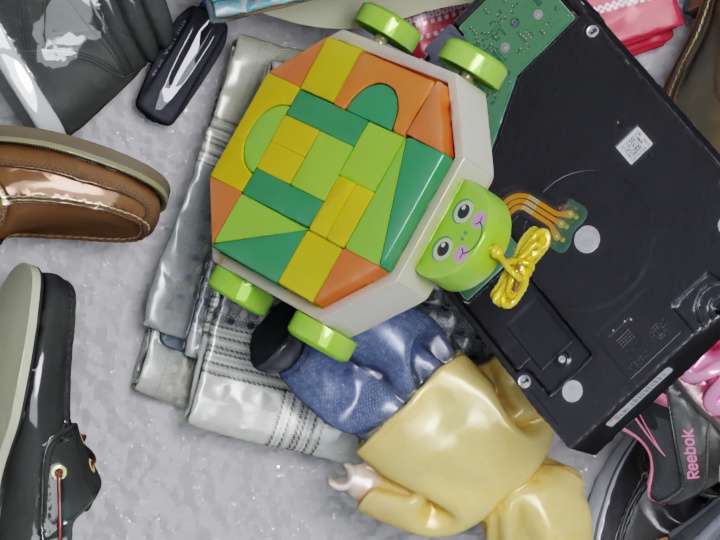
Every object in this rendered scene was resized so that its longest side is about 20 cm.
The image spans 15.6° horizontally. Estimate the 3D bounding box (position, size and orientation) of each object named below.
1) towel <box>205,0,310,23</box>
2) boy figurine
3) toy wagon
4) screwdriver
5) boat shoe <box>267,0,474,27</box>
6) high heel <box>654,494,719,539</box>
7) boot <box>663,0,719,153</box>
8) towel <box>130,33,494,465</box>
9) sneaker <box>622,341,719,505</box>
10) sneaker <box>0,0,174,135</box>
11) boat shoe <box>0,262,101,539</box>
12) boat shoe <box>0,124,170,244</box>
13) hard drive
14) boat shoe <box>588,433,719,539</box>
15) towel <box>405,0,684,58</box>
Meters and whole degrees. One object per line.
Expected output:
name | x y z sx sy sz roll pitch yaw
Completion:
towel | 0.009 -0.208 1.223 0.199 0.022 0.147 -13 84 8
boy figurine | 0.045 0.074 1.284 0.200 0.064 0.124 38 96 -15
toy wagon | 0.008 -0.037 1.204 0.040 0.200 0.156 30 89 -40
screwdriver | -0.055 -0.161 1.313 0.028 0.029 0.200 31 81 -12
boat shoe | 0.020 -0.166 1.288 0.200 0.063 0.074 -6 119 -7
high heel | 0.211 0.182 1.340 0.143 0.071 0.200 -43 127 -8
boot | 0.204 -0.092 1.304 0.075 0.097 0.201 19 66 -28
towel | 0.000 0.000 1.313 0.199 0.035 0.193 16 94 -12
sneaker | 0.119 0.031 1.290 0.095 0.079 0.200 -42 82 23
sneaker | -0.162 -0.167 1.268 0.099 0.071 0.200 -33 104 -12
boat shoe | -0.160 0.098 1.270 0.063 0.074 0.202 7 90 -24
boat shoe | -0.193 -0.030 1.253 0.199 0.072 0.068 9 65 -2
hard drive | 0.094 -0.033 1.228 0.140 0.038 0.200 -45 65 13
boat shoe | 0.182 0.092 1.348 0.070 0.066 0.200 36 83 -11
towel | 0.072 -0.193 1.343 0.144 0.022 0.201 -18 93 -10
